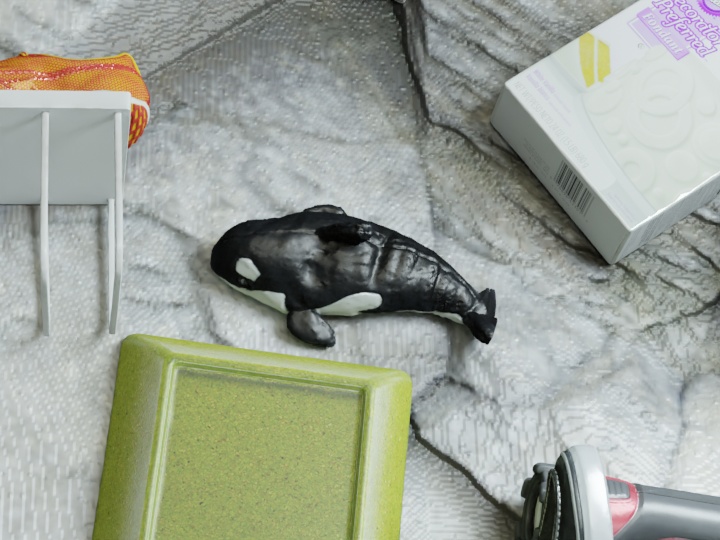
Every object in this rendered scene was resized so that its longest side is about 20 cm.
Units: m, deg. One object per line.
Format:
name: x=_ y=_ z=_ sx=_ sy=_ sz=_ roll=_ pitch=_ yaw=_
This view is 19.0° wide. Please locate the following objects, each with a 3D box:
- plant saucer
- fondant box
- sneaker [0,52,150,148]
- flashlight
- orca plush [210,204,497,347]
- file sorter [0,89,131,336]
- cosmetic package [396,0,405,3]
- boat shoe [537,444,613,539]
plant saucer: x=-0.068 y=0.134 z=1.388 sx=0.199 sy=0.048 sz=0.200 roll=8 pitch=63 yaw=-5
fondant box: x=0.216 y=-0.116 z=1.552 sx=0.200 sy=0.058 sz=0.144 roll=-32 pitch=72 yaw=-23
sneaker: x=-0.247 y=-0.112 z=1.482 sx=0.199 sy=0.073 sz=0.077 roll=-2 pitch=42 yaw=-14
flashlight: x=0.205 y=0.173 z=1.406 sx=0.199 sy=0.068 sz=0.068 roll=11 pitch=82 yaw=-9
orca plush: x=0.000 y=0.000 z=1.452 sx=0.200 sy=0.071 sz=0.105 roll=25 pitch=63 yaw=4
file sorter: x=-0.250 y=-0.031 z=1.392 sx=0.199 sy=0.139 sz=0.125 roll=0 pitch=66 yaw=-9
cosmetic package: x=0.035 y=-0.310 z=1.611 sx=0.105 sy=0.071 sz=0.200 roll=28 pitch=63 yaw=5
boat shoe: x=0.116 y=0.207 z=1.329 sx=0.071 sy=0.072 sz=0.201 roll=2 pitch=95 yaw=-3
